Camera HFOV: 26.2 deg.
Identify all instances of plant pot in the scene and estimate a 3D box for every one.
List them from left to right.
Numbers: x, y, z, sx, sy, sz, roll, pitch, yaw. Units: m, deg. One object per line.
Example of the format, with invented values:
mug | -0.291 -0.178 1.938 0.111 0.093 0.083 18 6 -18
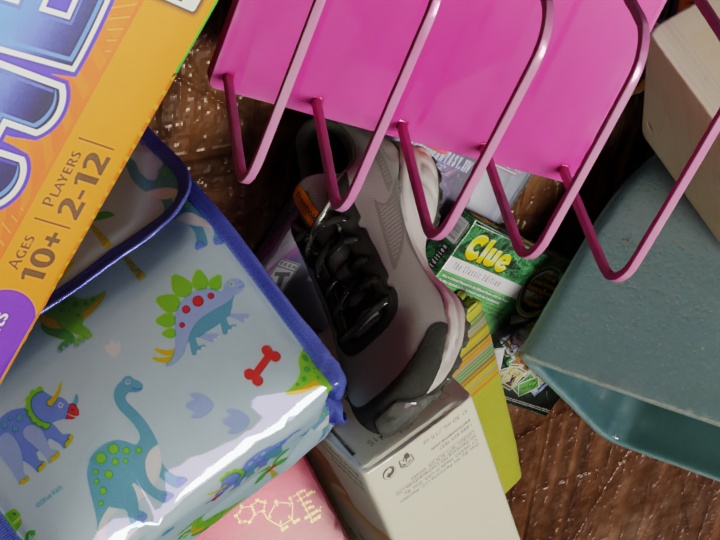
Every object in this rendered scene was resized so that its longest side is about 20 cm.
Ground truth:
plant pot | 0.248 0.021 0.962 0.200 0.196 0.196 -65 149 -10

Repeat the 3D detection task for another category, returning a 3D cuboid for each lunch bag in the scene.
lunch bag | -0.127 0.033 0.730 0.170 0.200 0.127 -35 166 -10

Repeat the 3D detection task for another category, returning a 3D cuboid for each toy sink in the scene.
toy sink | 0.263 -0.115 0.841 0.200 0.112 0.130 -30 159 -2

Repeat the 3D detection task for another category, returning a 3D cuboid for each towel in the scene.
towel | 0.055 0.100 0.967 0.086 0.018 0.200 -39 142 -17

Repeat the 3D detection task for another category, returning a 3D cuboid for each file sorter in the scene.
file sorter | 0.049 -0.093 0.704 0.200 0.126 0.139 13 123 -18

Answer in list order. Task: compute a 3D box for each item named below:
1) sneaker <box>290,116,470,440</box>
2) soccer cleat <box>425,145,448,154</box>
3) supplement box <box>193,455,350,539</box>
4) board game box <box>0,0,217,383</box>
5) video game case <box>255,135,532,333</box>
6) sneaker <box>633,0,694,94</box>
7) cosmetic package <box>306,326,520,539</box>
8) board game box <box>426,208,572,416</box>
sneaker | 0.000 0.000 0.772 0.079 0.200 0.074 28 124 -31
soccer cleat | 0.094 -0.138 0.799 0.200 0.068 0.073 -35 130 11
supplement box | -0.086 0.112 0.836 0.109 0.061 0.200 -30 102 -14
board game box | -0.201 -0.110 0.555 0.200 0.200 0.200 18 110 -41
video game case | 0.030 -0.046 0.896 0.143 0.019 0.200 19 110 -42
sneaker | 0.152 -0.186 0.848 0.077 0.078 0.200 5 129 -4
cosmetic package | 0.028 0.127 0.856 0.071 0.105 0.200 -34 131 -15
board game box | 0.091 0.030 0.974 0.105 0.023 0.200 -53 142 12
